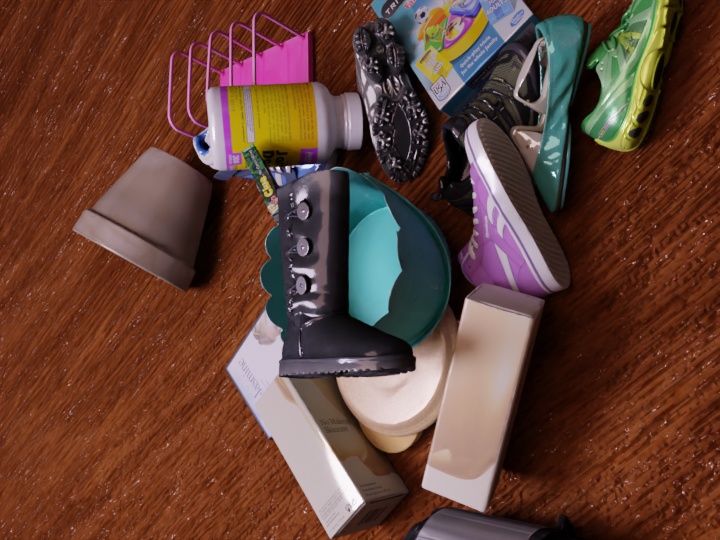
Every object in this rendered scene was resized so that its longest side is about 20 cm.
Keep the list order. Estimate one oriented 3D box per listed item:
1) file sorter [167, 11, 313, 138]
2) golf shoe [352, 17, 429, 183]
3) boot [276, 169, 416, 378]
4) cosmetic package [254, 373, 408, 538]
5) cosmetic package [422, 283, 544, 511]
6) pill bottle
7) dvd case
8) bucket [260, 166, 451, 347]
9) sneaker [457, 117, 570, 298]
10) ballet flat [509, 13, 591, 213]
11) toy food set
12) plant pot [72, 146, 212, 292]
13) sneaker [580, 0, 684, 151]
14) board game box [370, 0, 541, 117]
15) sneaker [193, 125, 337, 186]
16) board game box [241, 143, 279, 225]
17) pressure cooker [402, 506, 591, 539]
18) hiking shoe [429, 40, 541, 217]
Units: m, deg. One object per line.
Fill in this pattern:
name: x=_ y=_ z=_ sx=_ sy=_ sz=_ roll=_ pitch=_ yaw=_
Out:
file sorter: x=-0.182 y=-0.280 z=1.044 sx=0.196 sy=0.124 sz=0.143 roll=-9 pitch=77 yaw=37
golf shoe: x=0.039 y=-0.216 z=0.903 sx=0.076 sy=0.094 sz=0.206 roll=-12 pitch=97 yaw=-5
boot: x=-0.018 y=0.000 z=0.687 sx=0.162 sy=0.065 sz=0.206 roll=-7 pitch=76 yaw=36
cosmetic package: x=-0.038 y=0.222 z=0.873 sx=0.071 sy=0.104 sz=0.201 roll=-49 pitch=59 yaw=19
cosmetic package: x=0.128 y=0.126 z=0.719 sx=0.069 sy=0.105 sz=0.205 roll=15 pitch=101 yaw=18
pill bottle: x=-0.098 y=-0.189 z=0.906 sx=0.104 sy=0.194 sz=0.107 roll=175 pitch=90 yaw=-80
dvd case: x=-0.112 y=0.118 z=0.999 sx=0.143 sy=0.017 sz=0.202 roll=47 pitch=112 yaw=32
bucket: x=0.000 y=0.000 z=0.792 sx=0.203 sy=0.133 sz=0.213 roll=-6 pitch=80 yaw=37
sneaker: x=0.136 y=-0.054 z=0.755 sx=0.113 sy=0.072 sz=0.204 roll=-18 pitch=101 yaw=41
ballet flat: x=0.196 y=-0.167 z=0.745 sx=0.068 sy=0.067 sz=0.206 roll=6 pitch=101 yaw=6
toy food set: x=0.048 y=0.105 z=0.855 sx=0.197 sy=0.048 sz=0.203 roll=-42 pitch=60 yaw=26
plant pot: x=-0.324 y=-0.089 z=1.108 sx=0.197 sy=0.199 sz=0.176 roll=23 pitch=80 yaw=37
sneaker: x=0.273 y=-0.228 z=0.709 sx=0.082 sy=0.073 sz=0.205 roll=18 pitch=95 yaw=34
board game box: x=0.115 y=-0.317 z=0.864 sx=0.151 sy=0.046 sz=0.203 roll=-42 pitch=60 yaw=26
sneaker: x=-0.147 y=-0.168 z=0.986 sx=0.196 sy=0.145 sz=0.083 roll=8 pitch=88 yaw=39
board game box: x=-0.095 y=-0.068 z=0.908 sx=0.023 sy=0.201 sz=0.106 roll=-30 pitch=62 yaw=-2
pressure cooker: x=0.142 y=0.332 z=0.663 sx=0.197 sy=0.176 sz=0.181 roll=-4 pitch=84 yaw=40
hiking shoe: x=0.142 y=-0.163 z=0.779 sx=0.075 sy=0.099 sz=0.205 roll=23 pitch=100 yaw=44
